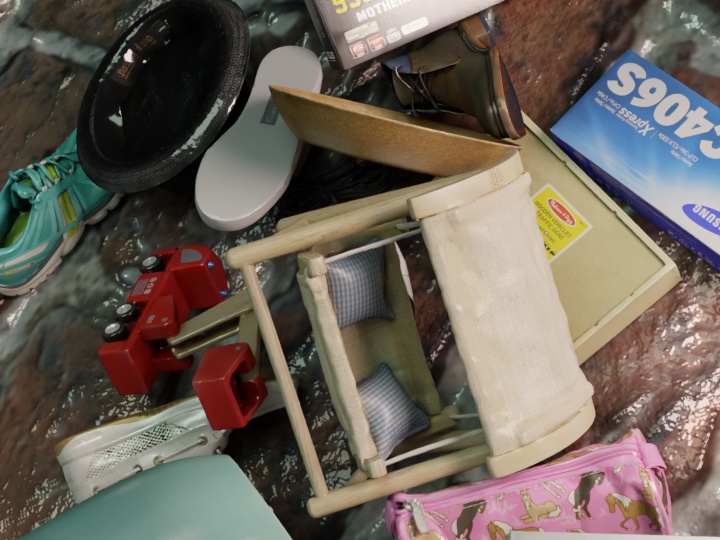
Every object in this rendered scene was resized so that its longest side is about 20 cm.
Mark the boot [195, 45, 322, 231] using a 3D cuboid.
[{"bbox_3d":[-0.077,-0.086,1.243,0.073,0.096,0.200,16,53,11],"label":"boot"}]

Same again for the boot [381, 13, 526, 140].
[{"bbox_3d":[0.072,-0.138,1.207,0.097,0.075,0.200,-20,25,6],"label":"boot"}]

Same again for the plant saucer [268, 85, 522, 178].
[{"bbox_3d":[0.023,-0.102,1.158,0.200,0.200,0.036,18,99,29],"label":"plant saucer"}]

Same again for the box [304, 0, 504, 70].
[{"bbox_3d":[0.040,-0.276,1.255,0.200,0.159,0.048,-24,14,-11],"label":"box"}]

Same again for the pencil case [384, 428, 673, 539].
[{"bbox_3d":[0.118,0.171,1.050,0.200,0.087,0.083,-16,80,11],"label":"pencil case"}]

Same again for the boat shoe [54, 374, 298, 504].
[{"bbox_3d":[-0.136,0.136,1.192,0.200,0.071,0.069,-19,85,3],"label":"boat shoe"}]

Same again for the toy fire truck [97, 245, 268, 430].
[{"bbox_3d":[-0.127,0.046,1.190,0.141,0.049,0.200,-7,34,21],"label":"toy fire truck"}]

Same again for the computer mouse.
[{"bbox_3d":[0.000,0.000,1.214,0.110,0.044,0.200,-26,57,19],"label":"computer mouse"}]

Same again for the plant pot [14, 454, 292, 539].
[{"bbox_3d":[-0.121,0.226,1.064,0.161,0.201,0.201,-35,56,-10],"label":"plant pot"}]

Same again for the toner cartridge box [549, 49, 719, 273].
[{"bbox_3d":[0.249,-0.079,1.156,0.095,0.043,0.200,-46,57,-4],"label":"toner cartridge box"}]

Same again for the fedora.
[{"bbox_3d":[-0.151,-0.138,1.309,0.200,0.092,0.201,-18,53,26],"label":"fedora"}]

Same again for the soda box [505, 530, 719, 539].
[{"bbox_3d":[0.190,0.211,0.977,0.199,0.063,0.068,2,63,-1],"label":"soda box"}]

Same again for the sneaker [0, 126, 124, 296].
[{"bbox_3d":[-0.270,-0.068,1.338,0.077,0.080,0.200,27,76,31],"label":"sneaker"}]

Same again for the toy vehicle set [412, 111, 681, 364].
[{"bbox_3d":[0.138,-0.023,1.181,0.124,0.027,0.200,-39,57,-1],"label":"toy vehicle set"}]

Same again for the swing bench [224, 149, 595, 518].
[{"bbox_3d":[0.042,0.043,1.062,0.200,0.130,0.199,-15,99,19],"label":"swing bench"}]
